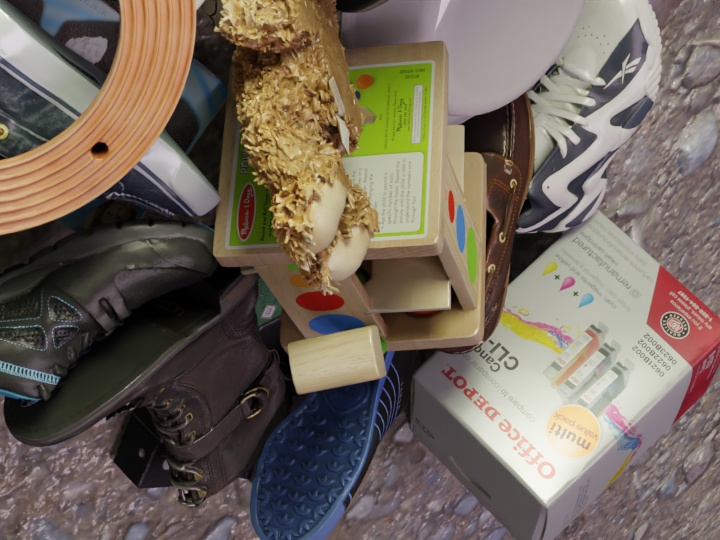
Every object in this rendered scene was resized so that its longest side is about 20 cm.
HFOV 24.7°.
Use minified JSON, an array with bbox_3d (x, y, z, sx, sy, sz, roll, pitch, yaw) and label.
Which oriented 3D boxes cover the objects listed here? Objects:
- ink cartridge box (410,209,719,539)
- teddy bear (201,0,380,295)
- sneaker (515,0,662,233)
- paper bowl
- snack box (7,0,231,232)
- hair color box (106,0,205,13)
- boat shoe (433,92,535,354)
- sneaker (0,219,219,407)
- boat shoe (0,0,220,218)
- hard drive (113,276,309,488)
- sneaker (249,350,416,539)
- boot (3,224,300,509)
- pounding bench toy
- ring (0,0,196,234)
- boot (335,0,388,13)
[{"bbox_3d":[0.155,0.088,1.258,0.200,0.145,0.145,-42,162,-14],"label":"ink cartridge box"},{"bbox_3d":[-0.039,-0.085,0.816,0.066,0.201,0.145,-14,177,12],"label":"teddy bear"},{"bbox_3d":[0.131,-0.103,1.148,0.129,0.079,0.200,-25,147,-45],"label":"sneaker"},{"bbox_3d":[0.058,-0.175,0.988,0.200,0.104,0.201,-27,137,-29],"label":"paper bowl"},{"bbox_3d":[-0.165,-0.094,0.868,0.116,0.037,0.200,-54,145,5],"label":"snack box"},{"bbox_3d":[-0.123,-0.213,0.738,0.111,0.064,0.200,-47,123,-6],"label":"hair color box"},{"bbox_3d":[0.072,-0.044,1.087,0.070,0.070,0.201,3,90,-68],"label":"boat shoe"},{"bbox_3d":[-0.166,0.029,0.890,0.199,0.082,0.073,-18,172,-7],"label":"sneaker"},{"bbox_3d":[-0.157,-0.060,0.823,0.091,0.071,0.200,-45,140,5],"label":"boat shoe"},{"bbox_3d":[-0.071,0.052,1.099,0.139,0.038,0.201,4,118,-49],"label":"hard drive"},{"bbox_3d":[-0.008,0.100,1.075,0.201,0.070,0.078,-66,155,-22],"label":"sneaker"},{"bbox_3d":[-0.112,0.084,0.987,0.200,0.069,0.175,-38,142,-28],"label":"boot"},{"bbox_3d":[0.000,0.000,0.938,0.156,0.124,0.201,61,28,-60],"label":"pounding bench toy"},{"bbox_3d":[-0.170,-0.108,0.719,0.200,0.019,0.201,-9,121,-16],"label":"ring"},{"bbox_3d":[0.082,-0.206,0.865,0.153,0.074,0.204,-6,150,-50],"label":"boot"}]
